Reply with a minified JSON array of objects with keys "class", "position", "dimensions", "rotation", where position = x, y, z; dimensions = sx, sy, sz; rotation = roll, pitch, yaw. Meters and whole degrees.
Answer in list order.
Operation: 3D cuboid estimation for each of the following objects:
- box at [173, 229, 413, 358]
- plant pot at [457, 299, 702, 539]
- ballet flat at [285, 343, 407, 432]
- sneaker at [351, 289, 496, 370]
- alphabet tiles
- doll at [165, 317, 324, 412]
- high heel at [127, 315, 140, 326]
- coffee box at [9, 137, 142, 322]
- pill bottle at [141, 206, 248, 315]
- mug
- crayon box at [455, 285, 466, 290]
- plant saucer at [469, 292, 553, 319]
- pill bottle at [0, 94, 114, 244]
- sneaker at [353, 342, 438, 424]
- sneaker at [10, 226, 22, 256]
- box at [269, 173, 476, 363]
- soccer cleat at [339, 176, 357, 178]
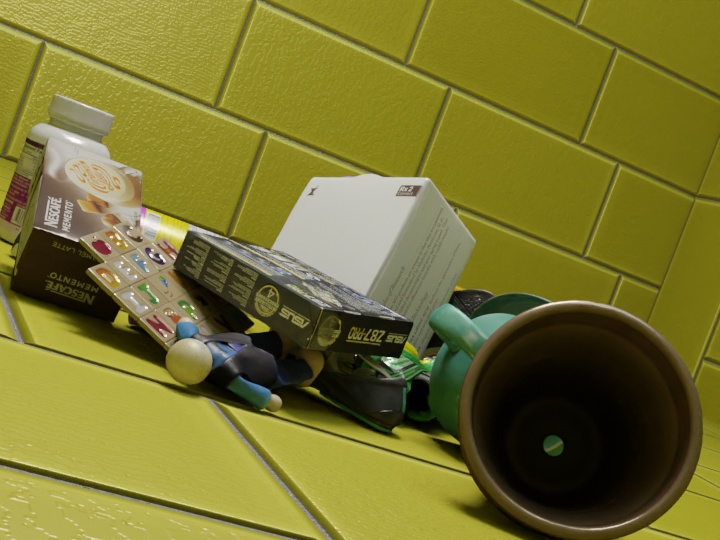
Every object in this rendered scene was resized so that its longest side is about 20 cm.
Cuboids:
[{"class":"box","position":[-0.067,0.025,1.196],"dimensions":[0.200,0.049,0.161],"rotation":[28,7,34]},{"class":"plant pot","position":[0.183,0.142,1.037],"dimensions":[0.200,0.201,0.175],"rotation":[21,-14,8]},{"class":"ballet flat","position":[-0.038,0.099,1.209],"dimensions":[0.199,0.073,0.073],"rotation":[22,2,21]},{"class":"sneaker","position":[0.099,0.098,1.469],"dimensions":[0.121,0.199,0.084],"rotation":[37,30,-60]},{"class":"alphabet tiles","position":[-0.181,0.028,1.153],"dimensions":[0.200,0.006,0.166],"rotation":[43,20,4]},{"class":"doll","position":[-0.115,0.081,1.080],"dimensions":[0.136,0.049,0.200],"rotation":[36,15,21]},{"class":"high heel","position":[-0.178,0.041,1.302],"dimensions":[0.096,0.068,0.200],"rotation":[11,16,9]},{"class":"coffee box","position":[-0.297,-0.047,1.244],"dimensions":[0.114,0.080,0.200],"rotation":[20,27,-20]},{"class":"pill bottle","position":[-0.228,-0.007,1.533],"dimensions":[0.199,0.105,0.104],"rotation":[21,2,-16]},{"class":"mug","position":[0.150,0.128,1.224],"dimensions":[0.184,0.153,0.114],"rotation":[12,8,-24]},{"class":"crayon box","position":[0.110,0.078,1.687],"dimensions":[0.051,0.126,0.200],"rotation":[20,3,-29]},{"class":"plant saucer","position":[0.200,0.119,1.341],"dimensions":[0.200,0.201,0.027],"rotation":[23,30,35]},{"class":"pill bottle","position":[-0.396,-0.124,1.545],"dimensions":[0.112,0.201,0.112],"rotation":[21,2,-1]},{"class":"sneaker","position":[0.071,0.144,1.323],"dimensions":[0.200,0.078,0.085],"rotation":[26,29,-45]},{"class":"sneaker","position":[-0.310,-0.046,1.380],"dimensions":[0.199,0.130,0.079],"rotation":[22,4,30]},{"class":"box","position":[0.000,0.000,1.422],"dimensions":[0.198,0.200,0.131],"rotation":[4,-34,43]},{"class":"soccer cleat","position":[0.019,-0.088,1.612],"dimensions":[0.200,0.067,0.076],"rotation":[15,10,-45]}]
